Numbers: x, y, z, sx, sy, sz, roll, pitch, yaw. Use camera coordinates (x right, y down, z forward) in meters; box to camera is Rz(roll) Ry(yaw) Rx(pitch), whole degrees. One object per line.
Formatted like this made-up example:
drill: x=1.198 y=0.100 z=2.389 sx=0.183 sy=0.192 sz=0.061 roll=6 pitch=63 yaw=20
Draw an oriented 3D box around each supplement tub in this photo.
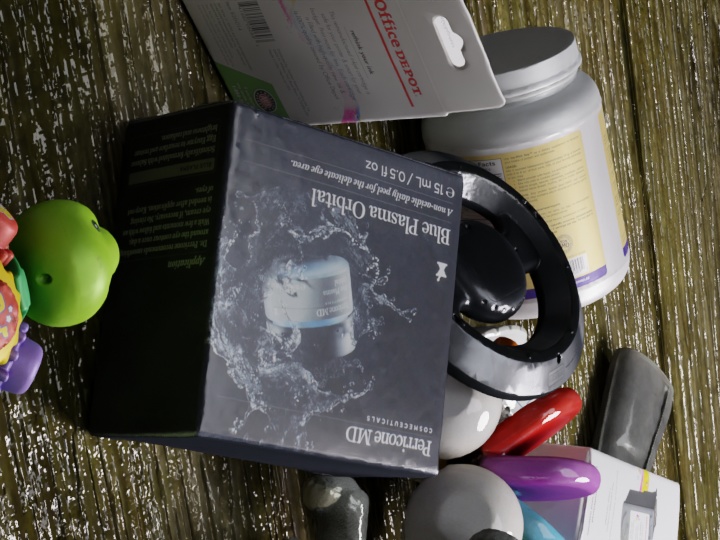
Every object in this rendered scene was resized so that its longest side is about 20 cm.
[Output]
supplement tub: x=0.128 y=-0.078 z=1.439 sx=0.145 sy=0.145 sz=0.201 roll=-41 pitch=124 yaw=-51

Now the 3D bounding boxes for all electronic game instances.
electronic game: x=0.083 y=0.002 z=1.294 sx=0.199 sy=0.042 sz=0.201 roll=25 pitch=45 yaw=-28

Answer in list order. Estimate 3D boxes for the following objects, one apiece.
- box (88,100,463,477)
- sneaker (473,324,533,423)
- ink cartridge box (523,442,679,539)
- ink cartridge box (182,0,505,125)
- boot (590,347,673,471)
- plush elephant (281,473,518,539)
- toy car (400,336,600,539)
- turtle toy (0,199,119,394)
box: x=-0.048 y=0.019 z=1.131 sx=0.196 sy=0.117 sz=0.201 roll=14 pitch=77 yaw=-40
sneaker: x=0.114 y=0.095 z=1.472 sx=0.200 sy=0.074 sz=0.088 roll=23 pitch=62 yaw=-55
ink cartridge box: x=0.157 y=0.193 z=1.480 sx=0.200 sy=0.147 sz=0.086 roll=24 pitch=71 yaw=-57
ink cartridge box: x=-0.001 y=-0.160 z=1.174 sx=0.067 sy=0.199 sz=0.117 roll=-61 pitch=138 yaw=-39
boot: x=0.260 y=0.203 z=1.739 sx=0.182 sy=0.072 sz=0.201 roll=61 pitch=34 yaw=-41
plush elephant: x=-0.008 y=0.249 z=1.176 sx=0.155 sy=0.164 sz=0.201 roll=-26 pitch=139 yaw=-67
toy car: x=0.098 y=0.144 z=1.323 sx=0.175 sy=0.149 sz=0.201 roll=91 pitch=-9 yaw=-74
turtle toy: x=-0.207 y=0.015 z=0.927 sx=0.200 sy=0.101 sz=0.146 roll=-31 pitch=116 yaw=-55
